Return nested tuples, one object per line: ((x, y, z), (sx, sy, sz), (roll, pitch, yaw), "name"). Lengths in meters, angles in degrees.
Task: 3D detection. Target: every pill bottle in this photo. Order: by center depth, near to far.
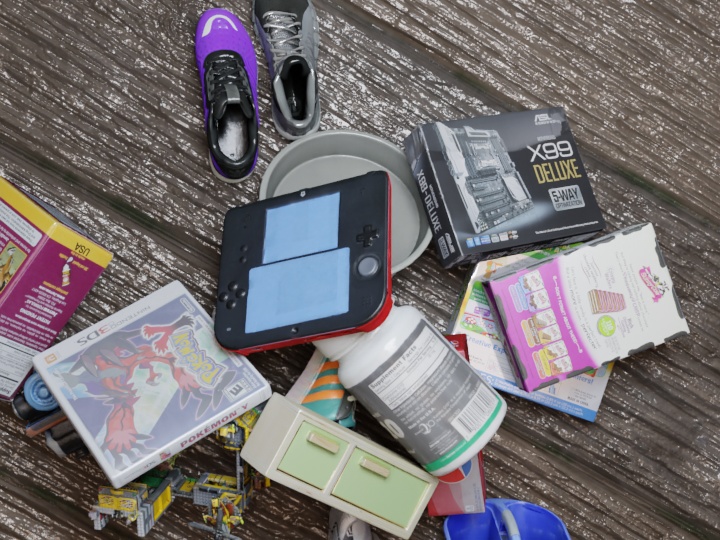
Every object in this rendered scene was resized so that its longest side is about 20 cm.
((0.049, 0.110, 1.195), (0.113, 0.113, 0.200), (-44, 95, -3), "pill bottle")

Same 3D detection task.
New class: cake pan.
((-0.015, -0.068, 1.273), (0.200, 0.037, 0.200), (4, 59, -7), "cake pan")

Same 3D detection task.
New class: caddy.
((0.167, 0.325, 1.272), (0.141, 0.200, 0.105), (-2, 108, -4), "caddy")

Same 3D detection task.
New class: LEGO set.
((-0.200, 0.210, 1.187), (0.200, 0.116, 0.154), (13, 112, 11), "LEGO set")

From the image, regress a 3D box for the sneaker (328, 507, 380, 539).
((0.025, 0.337, 1.301), (0.115, 0.075, 0.200), (-5, 112, -9), "sneaker")

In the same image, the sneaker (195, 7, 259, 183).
((-0.145, -0.201, 1.278), (0.070, 0.100, 0.200), (-8, 92, -7), "sneaker")

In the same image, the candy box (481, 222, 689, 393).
((0.255, 0.041, 1.296), (0.200, 0.061, 0.136), (-19, 92, -4), "candy box")

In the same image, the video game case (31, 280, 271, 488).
((-0.220, 0.110, 1.178), (0.182, 0.023, 0.200), (-30, 49, -20), "video game case")

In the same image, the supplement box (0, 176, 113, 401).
((-0.388, 0.019, 1.234), (0.131, 0.103, 0.200), (34, 88, 33), "supplement box")

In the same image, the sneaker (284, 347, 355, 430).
((-0.027, 0.136, 1.255), (0.080, 0.071, 0.200), (29, 73, 17), "sneaker")

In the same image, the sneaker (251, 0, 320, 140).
((-0.076, -0.250, 1.276), (0.075, 0.115, 0.200), (-11, 92, -5), "sneaker")

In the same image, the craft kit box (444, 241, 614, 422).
((0.213, 0.054, 1.343), (0.200, 0.049, 0.198), (20, 92, -5), "craft kit box")

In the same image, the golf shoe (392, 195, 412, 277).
((0.000, 0.000, 1.299), (0.078, 0.094, 0.200), (36, 86, -3), "golf shoe")

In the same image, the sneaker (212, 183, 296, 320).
((-0.112, -0.004, 1.288), (0.076, 0.092, 0.200), (19, 87, -4), "sneaker")

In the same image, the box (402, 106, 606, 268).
((0.163, -0.097, 1.282), (0.200, 0.050, 0.158), (-10, 76, -26), "box")

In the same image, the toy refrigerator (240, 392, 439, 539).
((-0.018, 0.206, 1.180), (0.200, 0.070, 0.076), (32, 85, -31), "toy refrigerator")

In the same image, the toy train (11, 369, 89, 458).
((-0.288, 0.134, 1.281), (0.200, 0.087, 0.114), (-28, 99, -4), "toy train")

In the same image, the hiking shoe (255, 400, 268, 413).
((-0.058, 0.200, 1.292), (0.200, 0.101, 0.076), (19, 89, -5), "hiking shoe")

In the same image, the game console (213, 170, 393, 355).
((-0.059, -0.008, 1.166), (0.200, 0.031, 0.177), (-12, 64, 23), "game console")

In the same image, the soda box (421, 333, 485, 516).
((0.100, 0.177, 1.298), (0.070, 0.063, 0.200), (-7, 105, 9), "soda box")
